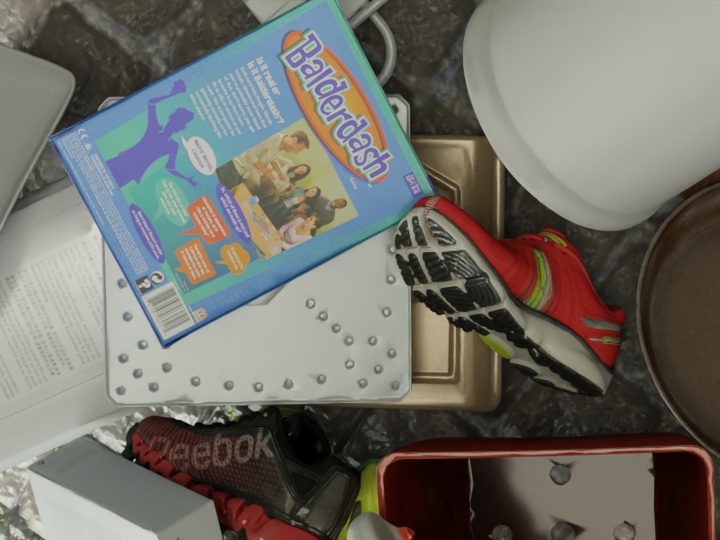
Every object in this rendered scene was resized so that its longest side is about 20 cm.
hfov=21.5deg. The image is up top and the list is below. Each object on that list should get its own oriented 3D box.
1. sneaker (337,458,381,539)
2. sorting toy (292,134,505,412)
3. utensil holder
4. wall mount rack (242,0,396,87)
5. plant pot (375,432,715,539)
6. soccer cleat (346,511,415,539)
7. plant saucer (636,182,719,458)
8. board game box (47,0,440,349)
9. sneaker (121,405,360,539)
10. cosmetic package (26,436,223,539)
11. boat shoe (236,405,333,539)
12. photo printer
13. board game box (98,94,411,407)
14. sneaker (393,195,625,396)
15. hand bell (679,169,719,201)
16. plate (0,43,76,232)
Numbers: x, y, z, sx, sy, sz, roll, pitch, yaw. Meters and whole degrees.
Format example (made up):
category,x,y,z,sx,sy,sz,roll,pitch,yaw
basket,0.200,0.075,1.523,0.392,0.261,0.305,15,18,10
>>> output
category,x,y,z,sx,sy,sz,roll,pitch,yaw
sneaker,0.021,0.217,1.285,0.074,0.084,0.201,2,117,6
sorting toy,0.000,0.000,1.279,0.199,0.036,0.186,2,98,13
utensil holder,0.188,-0.139,1.119,0.200,0.170,0.170,-32,92,42
wall mount rack,-0.032,-0.212,1.230,0.174,0.075,0.200,-40,92,8
plant pot,0.126,0.193,1.211,0.199,0.176,0.201,-2,97,9
soccer cleat,0.030,0.239,1.111,0.077,0.069,0.200,-25,96,15
plant saucer,0.262,0.039,1.199,0.200,0.032,0.201,5,71,-16
board game box,-0.071,-0.064,1.191,0.200,0.045,0.152,-27,97,2
sneaker,-0.074,0.129,1.241,0.200,0.071,0.098,24,78,43
cosmetic package,-0.138,0.224,1.252,0.151,0.052,0.201,19,128,48
boat shoe,-0.051,0.193,1.295,0.072,0.065,0.201,0,98,9
photo printer,-0.200,0.027,1.293,0.200,0.069,0.167,-25,94,11
board game box,-0.067,-0.014,1.233,0.199,0.026,0.201,-1,97,-3
sneaker,0.098,0.003,1.212,0.200,0.077,0.085,40,64,-35
hand bell,0.270,-0.120,1.204,0.104,0.104,0.200,39,115,2
plate,-0.304,-0.070,1.275,0.199,0.032,0.200,22,83,23
